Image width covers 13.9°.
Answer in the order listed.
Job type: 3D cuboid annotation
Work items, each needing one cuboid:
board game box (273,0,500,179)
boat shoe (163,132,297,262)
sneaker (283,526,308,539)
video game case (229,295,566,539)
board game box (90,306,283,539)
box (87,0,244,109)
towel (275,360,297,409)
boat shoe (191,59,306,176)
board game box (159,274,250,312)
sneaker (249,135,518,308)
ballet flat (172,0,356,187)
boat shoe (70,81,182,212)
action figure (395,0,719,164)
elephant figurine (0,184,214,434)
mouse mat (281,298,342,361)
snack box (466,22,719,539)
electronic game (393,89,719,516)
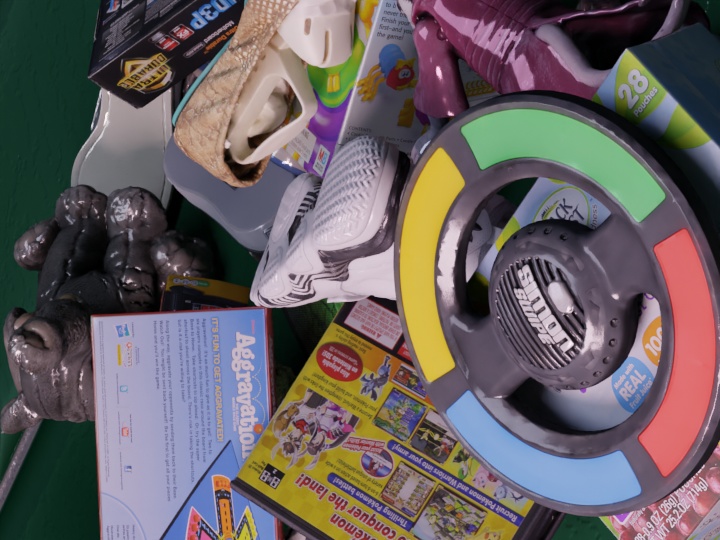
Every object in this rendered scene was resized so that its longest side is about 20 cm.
[{"bbox_3d":[0.030,-0.152,1.629,0.103,0.104,0.201,45,123,53],"label":"board game box"},{"bbox_3d":[-0.068,-0.047,1.814,0.069,0.057,0.200,-40,29,0],"label":"boat shoe"},{"bbox_3d":[0.012,0.101,1.654,0.199,0.079,0.130,136,141,-60],"label":"sneaker"},{"bbox_3d":[0.043,0.077,1.542,0.200,0.025,0.181,28,84,45],"label":"video game case"},{"bbox_3d":[-0.094,0.122,1.633,0.019,0.102,0.202,2,-95,-77],"label":"board game box"},{"bbox_3d":[-0.084,-0.210,1.809,0.200,0.046,0.160,-32,40,39],"label":"box"},{"bbox_3d":[-0.065,0.134,1.736,0.200,0.036,0.149,-99,20,-83],"label":"towel"},{"bbox_3d":[-0.049,-0.126,1.807,0.073,0.072,0.200,-58,36,13],"label":"boat shoe"},{"bbox_3d":[-0.111,0.131,1.776,0.201,0.056,0.166,102,174,-45],"label":"board game box"},{"bbox_3d":[0.016,-0.005,1.547,0.200,0.114,0.076,145,147,-68],"label":"sneaker"},{"bbox_3d":[-0.037,-0.120,1.589,0.065,0.070,0.200,49,136,19],"label":"ballet flat"},{"bbox_3d":[-0.148,-0.099,1.992,0.062,0.072,0.201,-44,-36,-68],"label":"boat shoe"},{"bbox_3d":[0.078,-0.110,1.482,0.199,0.149,0.134,32,83,26],"label":"action figure"},{"bbox_3d":[-0.180,0.052,1.883,0.141,0.155,0.201,-30,30,34],"label":"elephant figurine"},{"bbox_3d":[0.000,0.000,1.754,0.162,0.007,0.200,-64,35,32],"label":"mouse mat"},{"bbox_3d":[0.148,0.015,1.379,0.169,0.067,0.200,50,131,18],"label":"snack box"},{"bbox_3d":[0.092,0.016,1.356,0.199,0.041,0.201,17,115,40],"label":"electronic game"}]
